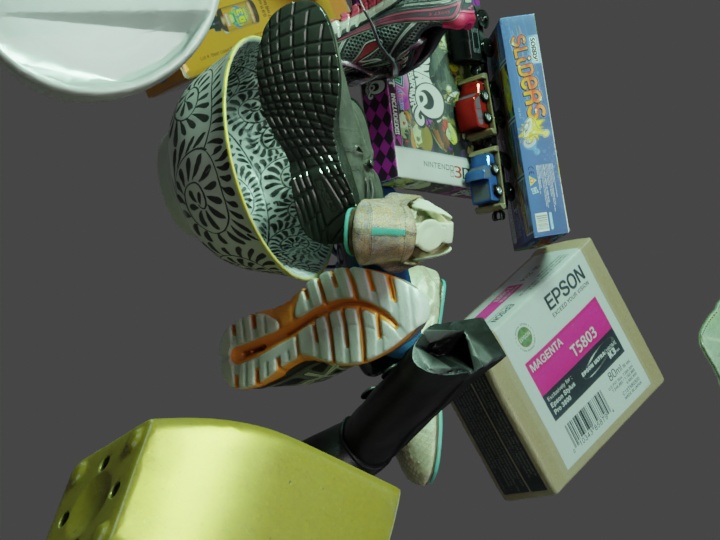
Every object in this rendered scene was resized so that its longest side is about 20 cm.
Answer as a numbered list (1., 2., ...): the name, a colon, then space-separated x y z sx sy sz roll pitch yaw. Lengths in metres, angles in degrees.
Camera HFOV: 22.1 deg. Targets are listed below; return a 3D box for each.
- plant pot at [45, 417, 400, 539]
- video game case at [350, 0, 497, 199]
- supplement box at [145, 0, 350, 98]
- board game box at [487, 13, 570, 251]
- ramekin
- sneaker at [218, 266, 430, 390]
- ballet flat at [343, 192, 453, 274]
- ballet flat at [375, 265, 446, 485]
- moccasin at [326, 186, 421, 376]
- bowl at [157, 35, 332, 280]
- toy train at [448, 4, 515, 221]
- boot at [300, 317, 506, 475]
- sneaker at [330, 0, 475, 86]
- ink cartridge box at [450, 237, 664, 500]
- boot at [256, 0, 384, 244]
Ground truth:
1. plant pot: -0.123 0.218 1.352 0.200 0.195 0.195 35 48 -21
2. video game case: 0.061 -0.170 1.682 0.181 0.036 0.201 6 75 -55
3. supplement box: -0.102 -0.207 1.559 0.199 0.069 0.067 -25 95 -43
4. board game box: 0.151 -0.124 1.712 0.034 0.135 0.201 -8 87 -4
5. ramekin: -0.209 -0.220 1.412 0.201 0.094 0.204 2 79 -13
6. sneaker: -0.021 0.049 1.487 0.077 0.199 0.079 12 68 -50
7. ballet flat: 0.039 -0.028 1.485 0.200 0.067 0.069 -27 116 -77
8. ballet flat: 0.037 0.091 1.619 0.062 0.067 0.201 10 66 -18
9. moccasin: 0.000 0.000 1.590 0.080 0.068 0.201 17 45 -23
10. bowl: -0.103 -0.080 1.490 0.201 0.094 0.202 -13 90 -69
11. toy train: 0.108 -0.145 1.680 0.046 0.034 0.201 0 80 -53
12. boot: 0.010 0.124 1.482 0.165 0.200 0.066 -31 82 -44
13. sneaker: 0.009 -0.187 1.563 0.075 0.200 0.080 57 31 8
14. ink cartridge box: 0.175 0.090 1.720 0.200 0.075 0.165 -40 107 -38
15. boot: -0.029 -0.125 1.507 0.131 0.067 0.201 -51 133 -71
